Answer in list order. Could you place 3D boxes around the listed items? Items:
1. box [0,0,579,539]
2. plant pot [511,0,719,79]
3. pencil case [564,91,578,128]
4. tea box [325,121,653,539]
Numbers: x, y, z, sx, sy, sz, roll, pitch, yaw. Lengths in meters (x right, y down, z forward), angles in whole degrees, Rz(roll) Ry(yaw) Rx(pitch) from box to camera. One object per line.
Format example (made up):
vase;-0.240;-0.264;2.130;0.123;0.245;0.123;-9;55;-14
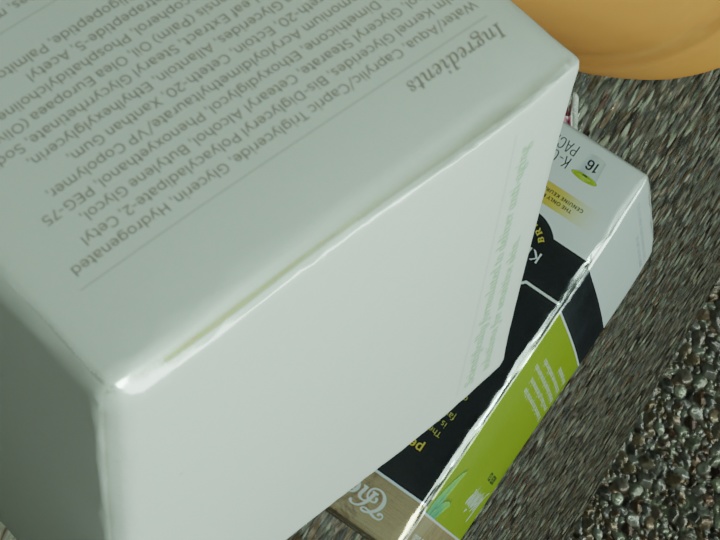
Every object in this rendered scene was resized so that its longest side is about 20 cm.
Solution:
box;-0.061;-0.017;0.700;0.200;0.171;0.200;-35;157;-24
plant pot;0.073;-0.168;0.728;0.140;0.200;0.201;-9;131;-52
pencil case;0.060;-0.116;1.026;0.086;0.083;0.200;-24;148;1
tea box;0.000;0.000;0.921;0.197;0.199;0.134;-54;165;-5
